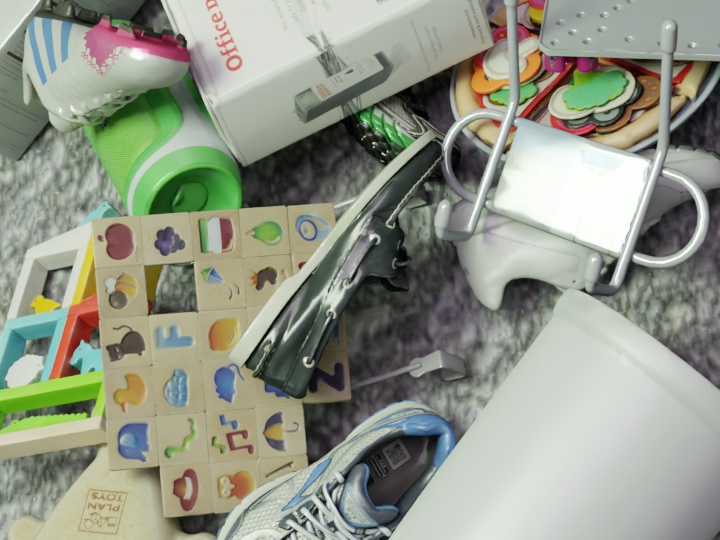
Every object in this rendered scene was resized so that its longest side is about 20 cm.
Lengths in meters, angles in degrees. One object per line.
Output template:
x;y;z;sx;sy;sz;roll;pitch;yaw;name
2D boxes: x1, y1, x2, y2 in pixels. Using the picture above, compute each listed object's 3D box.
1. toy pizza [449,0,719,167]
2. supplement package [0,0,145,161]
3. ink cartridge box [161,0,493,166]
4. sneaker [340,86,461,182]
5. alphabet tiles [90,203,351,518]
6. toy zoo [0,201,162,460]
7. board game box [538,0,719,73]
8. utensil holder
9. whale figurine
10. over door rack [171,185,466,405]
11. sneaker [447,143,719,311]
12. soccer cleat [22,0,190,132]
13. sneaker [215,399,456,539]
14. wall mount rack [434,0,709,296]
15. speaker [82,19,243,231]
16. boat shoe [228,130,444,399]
0.154;-0.150;1.368;0.198;0.032;0.201;-13;46;14;toy pizza
-0.254;-0.203;1.485;0.114;0.109;0.200;44;97;24;supplement package
-0.028;-0.184;1.371;0.198;0.085;0.146;-24;56;0;ink cartridge box
0.009;-0.145;1.423;0.085;0.078;0.200;-39;66;0;sneaker
-0.090;0.060;1.325;0.165;0.008;0.202;-4;83;-10;alphabet tiles
-0.203;0.036;1.413;0.130;0.020;0.202;-11;53;35;toy zoo
0.229;-0.199;1.348;0.198;0.026;0.201;3;44;10;board game box
0.136;0.142;1.244;0.170;0.170;0.201;37;88;23;utensil holder
-0.161;0.191;1.351;0.157;0.104;0.202;1;64;16;whale figurine
-0.040;0.021;1.387;0.198;0.067;0.149;-15;69;11;over door rack
0.158;-0.033;1.357;0.198;0.074;0.088;-18;86;12;sneaker
-0.174;-0.130;1.349;0.200;0.069;0.087;23;101;58;soccer cleat
-0.017;0.153;1.279;0.200;0.085;0.077;-42;97;-15;sneaker
0.132;-0.084;1.270;0.199;0.074;0.175;21;96;29;wall mount rack
-0.150;-0.099;1.417;0.088;0.089;0.200;-36;43;2;speaker
0.000;0.000;1.305;0.066;0.075;0.200;40;80;2;boat shoe
